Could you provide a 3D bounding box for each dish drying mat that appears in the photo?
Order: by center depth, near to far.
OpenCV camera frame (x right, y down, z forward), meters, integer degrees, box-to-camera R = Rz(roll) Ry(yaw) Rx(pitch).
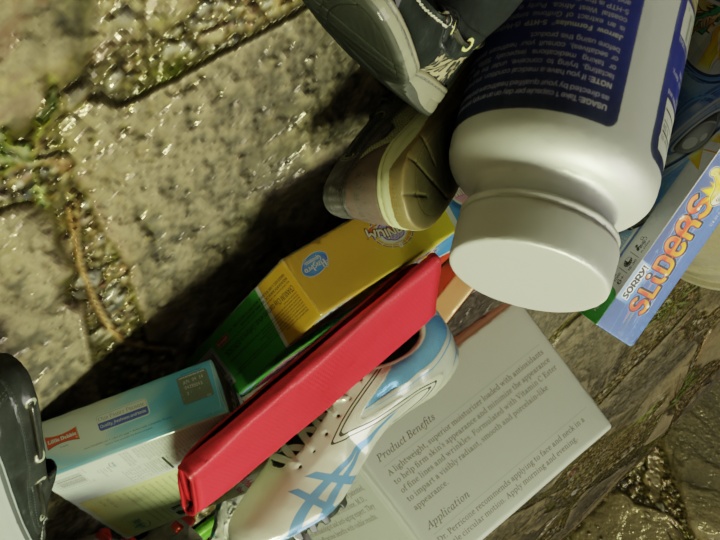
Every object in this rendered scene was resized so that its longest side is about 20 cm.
[{"bbox_3d":[-0.029,0.066,1.009,0.200,0.018,0.077,-40,158,-21],"label":"dish drying mat"}]

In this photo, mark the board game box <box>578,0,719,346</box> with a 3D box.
[{"bbox_3d":[0.172,-0.070,1.017,0.034,0.135,0.200,30,97,-34],"label":"board game box"}]

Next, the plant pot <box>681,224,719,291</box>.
[{"bbox_3d":[0.254,-0.091,1.324,0.200,0.200,0.183,-53,149,19],"label":"plant pot"}]

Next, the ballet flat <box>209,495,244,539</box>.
[{"bbox_3d":[-0.080,0.203,1.235,0.072,0.072,0.200,46,60,-72],"label":"ballet flat"}]

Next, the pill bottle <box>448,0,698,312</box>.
[{"bbox_3d":[0.115,-0.085,0.961,0.120,0.120,0.200,86,19,-67],"label":"pill bottle"}]

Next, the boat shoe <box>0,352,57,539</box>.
[{"bbox_3d":[-0.190,0.111,0.919,0.057,0.069,0.200,-39,159,-23],"label":"boat shoe"}]

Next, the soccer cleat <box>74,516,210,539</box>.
[{"bbox_3d":[-0.167,0.222,1.213,0.078,0.069,0.200,-48,165,14],"label":"soccer cleat"}]

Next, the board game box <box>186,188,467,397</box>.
[{"bbox_3d":[0.000,0.000,1.086,0.200,0.040,0.153,-32,173,-37],"label":"board game box"}]

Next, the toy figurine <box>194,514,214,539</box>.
[{"bbox_3d":[-0.074,0.310,1.412,0.150,0.184,0.200,-41,162,-15],"label":"toy figurine"}]

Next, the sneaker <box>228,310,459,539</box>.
[{"bbox_3d":[-0.019,0.095,1.079,0.200,0.072,0.072,-48,-154,-20],"label":"sneaker"}]

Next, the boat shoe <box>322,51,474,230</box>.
[{"bbox_3d":[0.036,-0.083,1.015,0.201,0.066,0.072,-52,140,-56],"label":"boat shoe"}]

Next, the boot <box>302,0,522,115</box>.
[{"bbox_3d":[0.049,-0.165,0.857,0.154,0.073,0.204,-49,168,2],"label":"boot"}]

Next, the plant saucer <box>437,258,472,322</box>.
[{"bbox_3d":[0.082,-0.007,1.267,0.200,0.032,0.200,-50,176,-5],"label":"plant saucer"}]

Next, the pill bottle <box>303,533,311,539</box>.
[{"bbox_3d":[-0.112,0.242,1.087,0.200,0.111,0.111,-21,160,0],"label":"pill bottle"}]

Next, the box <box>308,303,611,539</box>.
[{"bbox_3d":[0.053,0.148,1.354,0.199,0.131,0.200,-35,178,-29],"label":"box"}]

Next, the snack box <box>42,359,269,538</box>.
[{"bbox_3d":[-0.121,0.116,1.065,0.116,0.037,0.200,-20,160,0],"label":"snack box"}]
